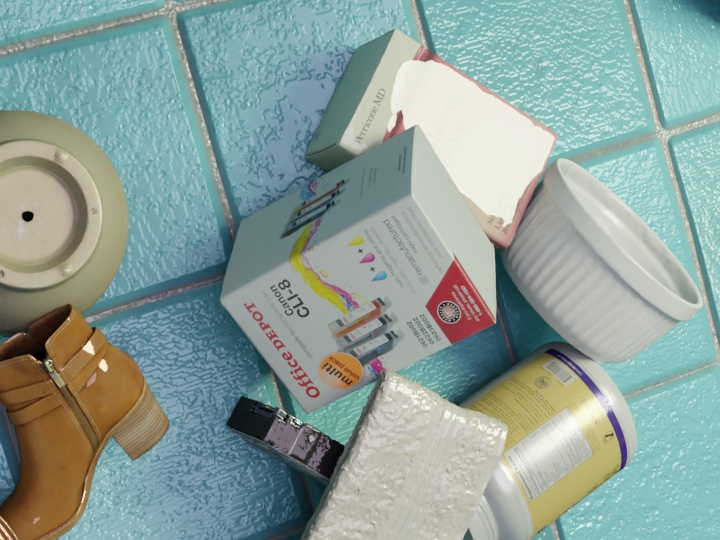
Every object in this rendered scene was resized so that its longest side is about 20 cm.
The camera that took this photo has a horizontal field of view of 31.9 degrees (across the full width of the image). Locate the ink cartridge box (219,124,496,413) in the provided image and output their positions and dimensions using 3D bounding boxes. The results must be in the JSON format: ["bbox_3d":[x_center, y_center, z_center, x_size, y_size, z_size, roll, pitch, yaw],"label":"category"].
[{"bbox_3d":[0.000,0.000,1.114,0.198,0.145,0.146,-27,115,19],"label":"ink cartridge box"}]

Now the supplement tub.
[{"bbox_3d":[0.153,0.178,1.223,0.199,0.145,0.147,-32,100,-18],"label":"supplement tub"}]

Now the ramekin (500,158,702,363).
[{"bbox_3d":[0.228,-0.003,1.231,0.199,0.201,0.105,38,110,-16],"label":"ramekin"}]

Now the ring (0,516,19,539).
[{"bbox_3d":[-0.371,0.268,1.060,0.197,0.019,0.203,0,101,-1],"label":"ring"}]

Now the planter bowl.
[{"bbox_3d":[-0.286,-0.043,1.069,0.198,0.134,0.203,0,89,-21],"label":"planter bowl"}]

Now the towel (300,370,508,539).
[{"bbox_3d":[0.032,0.199,1.086,0.131,0.034,0.202,25,90,-18],"label":"towel"}]

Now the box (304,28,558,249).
[{"bbox_3d":[0.068,-0.121,1.217,0.199,0.109,0.129,29,80,-18],"label":"box"}]

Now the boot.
[{"bbox_3d":[-0.273,0.137,1.066,0.199,0.077,0.156,-37,126,-6],"label":"boot"}]

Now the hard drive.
[{"bbox_3d":[-0.020,0.184,1.161,0.199,0.139,0.038,34,78,-17],"label":"hard drive"}]
